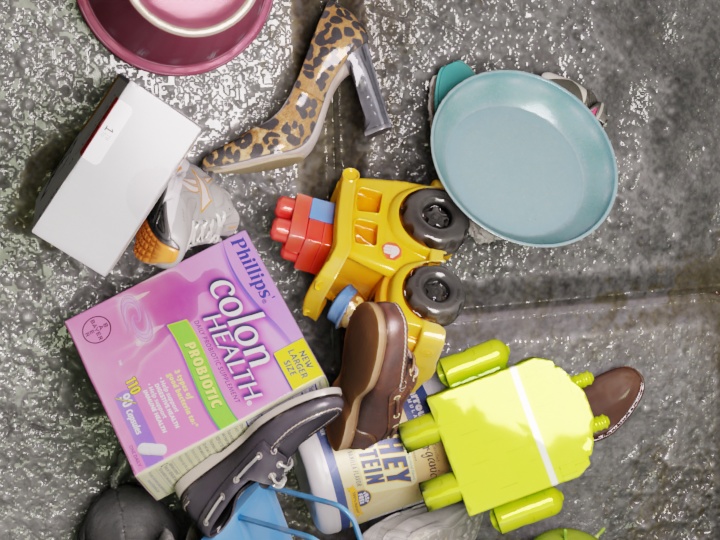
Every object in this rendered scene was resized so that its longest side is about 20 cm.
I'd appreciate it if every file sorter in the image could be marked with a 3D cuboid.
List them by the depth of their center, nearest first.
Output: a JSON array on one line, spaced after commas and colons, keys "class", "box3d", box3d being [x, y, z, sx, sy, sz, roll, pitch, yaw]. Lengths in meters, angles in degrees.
[{"class": "file sorter", "box3d": [-0.089, 0.323, 1.143, 0.200, 0.122, 0.139, -46, 131, -41]}]

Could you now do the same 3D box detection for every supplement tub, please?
[{"class": "supplement tub", "box3d": [0.030, 0.178, 1.253, 0.199, 0.144, 0.145, -17, 105, -11]}]

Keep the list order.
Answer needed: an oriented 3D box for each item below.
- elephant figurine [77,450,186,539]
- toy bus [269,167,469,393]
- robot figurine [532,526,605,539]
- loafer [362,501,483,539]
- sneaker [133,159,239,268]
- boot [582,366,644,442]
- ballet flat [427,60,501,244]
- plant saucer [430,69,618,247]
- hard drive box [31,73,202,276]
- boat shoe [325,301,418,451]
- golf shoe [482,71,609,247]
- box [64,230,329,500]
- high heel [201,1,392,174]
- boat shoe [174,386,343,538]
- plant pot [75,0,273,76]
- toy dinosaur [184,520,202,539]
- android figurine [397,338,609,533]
[{"class": "elephant figurine", "box3d": [-0.224, 0.308, 1.178, 0.155, 0.200, 0.142, 42, 94, -16]}, {"class": "toy bus", "box3d": [0.000, 0.000, 1.182, 0.191, 0.136, 0.201, 13, 55, -12]}, {"class": "robot figurine", "box3d": [0.225, 0.384, 1.357, 0.175, 0.115, 0.201, 7, 102, -46]}, {"class": "loafer", "box3d": [0.072, 0.277, 1.287, 0.200, 0.070, 0.070, 5, 103, -60]}, {"class": "sneaker", "box3d": [-0.156, -0.052, 1.128, 0.092, 0.200, 0.076, 25, 112, -15]}, {"class": "boot", "box3d": [0.228, 0.139, 1.275, 0.186, 0.200, 0.064, -37, 65, -4]}, {"class": "ballet flat", "box3d": [0.109, -0.118, 1.247, 0.071, 0.072, 0.201, -9, 72, -13]}, {"class": "plant saucer", "box3d": [0.160, -0.107, 1.197, 0.199, 0.036, 0.201, 7, 64, -14]}, {"class": "hard drive box", "box3d": [-0.227, -0.095, 1.103, 0.077, 0.200, 0.156, 33, 90, -18]}, {"class": "boat shoe", "box3d": [0.018, 0.095, 1.104, 0.070, 0.071, 0.200, -4, 144, -17]}, {"class": "golf shoe", "box3d": [0.179, -0.116, 1.284, 0.088, 0.077, 0.200, 38, 91, 6]}, {"class": "box", "box3d": [-0.156, 0.092, 1.167, 0.199, 0.097, 0.176, -27, 67, -9]}, {"class": "high heel", "box3d": [-0.079, -0.182, 1.208, 0.199, 0.071, 0.143, -17, 87, -2]}, {"class": "boat shoe", "box3d": [-0.086, 0.180, 1.119, 0.200, 0.073, 0.063, -37, 66, 18]}, {"class": "plant pot", "box3d": [-0.164, -0.278, 1.095, 0.199, 0.179, 0.201, -3, 101, -15]}, {"class": "toy dinosaur", "box3d": [-0.147, 0.247, 1.236, 0.047, 0.201, 0.088, 2, 134, 14]}, {"class": "android figurine", "box3d": [0.142, 0.159, 1.166, 0.199, 0.041, 0.183, -22, 88, 0]}]
